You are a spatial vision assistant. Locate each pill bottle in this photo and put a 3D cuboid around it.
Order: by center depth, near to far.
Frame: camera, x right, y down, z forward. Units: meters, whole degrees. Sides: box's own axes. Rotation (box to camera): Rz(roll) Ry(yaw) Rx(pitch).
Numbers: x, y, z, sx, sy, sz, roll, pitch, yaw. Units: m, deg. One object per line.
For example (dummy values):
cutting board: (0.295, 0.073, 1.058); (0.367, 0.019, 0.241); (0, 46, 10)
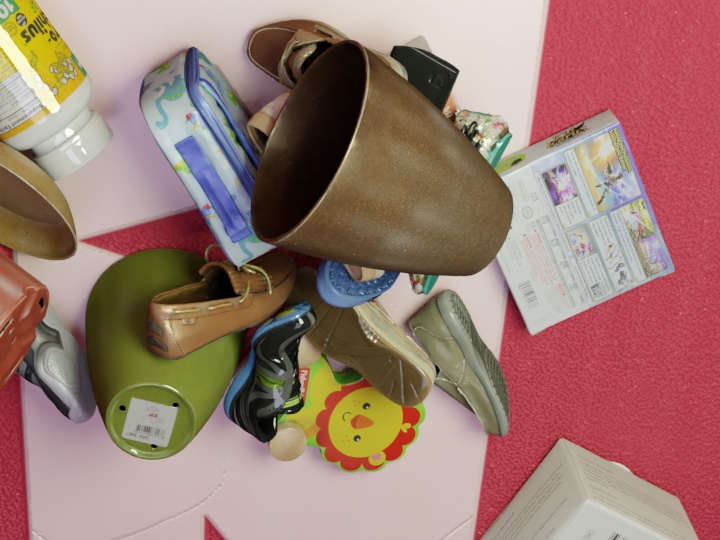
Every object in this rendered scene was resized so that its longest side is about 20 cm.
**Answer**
pill bottle: (-0.335, -0.192, 1.201); (0.112, 0.113, 0.201); (-29, 115, 9)

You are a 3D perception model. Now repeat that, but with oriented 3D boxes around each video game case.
video game case: (0.233, -0.051, 1.362); (0.179, 0.046, 0.202); (-24, 116, 8)

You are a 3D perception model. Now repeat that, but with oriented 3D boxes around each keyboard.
keyboard: (0.049, -0.108, 1.192); (0.126, 0.021, 0.202); (33, 115, 21)

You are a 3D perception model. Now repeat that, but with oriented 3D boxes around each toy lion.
toy lion: (-0.013, 0.147, 1.434); (0.189, 0.069, 0.203); (2, 116, -14)

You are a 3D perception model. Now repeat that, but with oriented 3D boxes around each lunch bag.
lunch bag: (-0.143, -0.114, 1.231); (0.082, 0.161, 0.201); (-27, 115, 7)

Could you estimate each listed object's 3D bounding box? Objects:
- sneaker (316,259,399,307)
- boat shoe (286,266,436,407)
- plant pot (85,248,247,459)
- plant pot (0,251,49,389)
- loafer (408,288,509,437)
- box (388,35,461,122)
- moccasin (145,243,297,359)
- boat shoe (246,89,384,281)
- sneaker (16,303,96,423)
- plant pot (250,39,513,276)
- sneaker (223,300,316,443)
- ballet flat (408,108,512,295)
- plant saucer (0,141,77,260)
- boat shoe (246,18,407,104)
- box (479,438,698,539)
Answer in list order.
sneaker: (0.000, 0.000, 1.287); (0.078, 0.200, 0.070); (-40, 87, 34)
boat shoe: (0.001, 0.067, 1.347); (0.199, 0.065, 0.072); (40, 114, 3)
plant pot: (-0.215, 0.106, 1.309); (0.184, 0.201, 0.190); (-2, 118, -4)
plant pot: (-0.433, 0.031, 1.222); (0.194, 0.201, 0.202); (31, 112, 3)
loafer: (0.118, 0.113, 1.426); (0.069, 0.075, 0.202); (-21, 112, 18)
box: (0.011, -0.133, 1.272); (0.198, 0.098, 0.125); (-27, 116, 8)
moccasin: (-0.141, 0.020, 1.259); (0.200, 0.073, 0.079); (-23, 122, -40)
boat shoe: (-0.047, -0.071, 1.181); (0.069, 0.074, 0.202); (-31, 95, -26)
sneaker: (-0.380, 0.096, 1.350); (0.113, 0.075, 0.202); (-31, 94, 17)
plant pot: (0.032, -0.074, 1.088); (0.198, 0.188, 0.188); (25, 112, -26)
sneaker: (-0.085, 0.110, 1.317); (0.083, 0.070, 0.201); (42, 131, 18)
ballet flat: (0.085, -0.073, 1.227); (0.063, 0.076, 0.202); (31, 109, 12)
plant saucer: (-0.369, -0.084, 1.244); (0.198, 0.036, 0.201); (21, 153, 11)
boat shoe: (-0.044, -0.205, 1.189); (0.071, 0.198, 0.077); (2, 105, -51)
box: (0.283, 0.352, 1.519); (0.197, 0.131, 0.201); (28, 111, -18)
